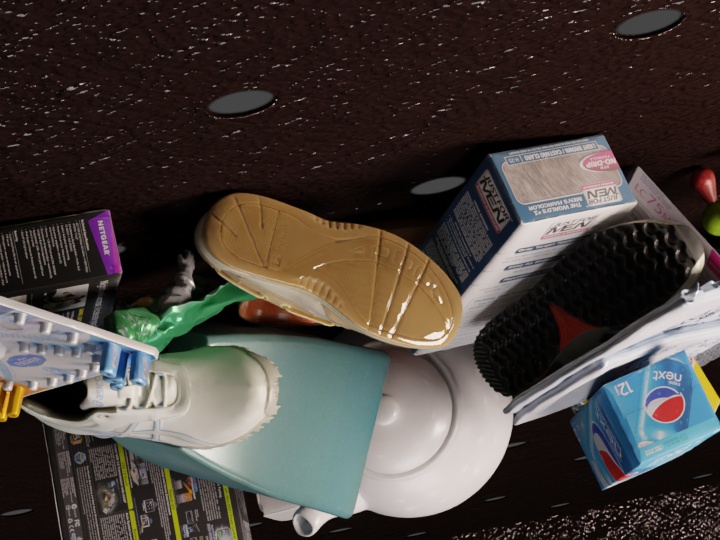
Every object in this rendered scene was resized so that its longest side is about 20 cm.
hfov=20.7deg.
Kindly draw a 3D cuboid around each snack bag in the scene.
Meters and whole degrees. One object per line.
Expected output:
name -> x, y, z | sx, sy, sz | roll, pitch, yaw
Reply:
snack bag -> 0.224, 0.047, 1.416 | 0.188, 0.021, 0.200 | -13, 162, -44

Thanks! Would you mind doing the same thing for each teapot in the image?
teapot -> 0.037, 0.117, 1.697 | 0.197, 0.200, 0.146 | -9, 171, 11

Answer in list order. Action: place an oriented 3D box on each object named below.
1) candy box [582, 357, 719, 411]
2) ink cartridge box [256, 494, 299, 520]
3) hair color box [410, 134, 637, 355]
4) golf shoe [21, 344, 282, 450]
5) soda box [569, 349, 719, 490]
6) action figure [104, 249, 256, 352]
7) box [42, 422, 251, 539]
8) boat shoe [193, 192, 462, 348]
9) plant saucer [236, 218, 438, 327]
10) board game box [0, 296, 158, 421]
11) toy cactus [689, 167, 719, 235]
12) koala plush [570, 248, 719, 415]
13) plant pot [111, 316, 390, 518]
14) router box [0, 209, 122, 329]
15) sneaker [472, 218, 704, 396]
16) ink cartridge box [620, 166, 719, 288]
candy box -> 0.195, 0.045, 1.578 | 0.102, 0.200, 0.026 | -24, -163, 33
ink cartridge box -> -0.001, 0.139, 1.829 | 0.200, 0.148, 0.086 | -14, 165, 13
hair color box -> 0.105, -0.016, 1.422 | 0.100, 0.061, 0.200 | -12, 157, -28
golf shoe -> -0.159, 0.094, 1.438 | 0.200, 0.078, 0.097 | -5, 175, 22
soda box -> 0.209, 0.115, 1.473 | 0.068, 0.064, 0.200 | -23, 169, -5
action figure -> -0.134, 0.027, 1.375 | 0.118, 0.055, 0.200 | -36, 179, 14
box -> -0.188, 0.179, 1.729 | 0.160, 0.200, 0.044 | -13, 166, 2
boat shoe -> -0.024, 0.000, 1.381 | 0.200, 0.074, 0.069 | 25, 167, -18
plant saucer -> 0.000, 0.000, 1.539 | 0.200, 0.032, 0.200 | -11, 166, -3
board game box -> -0.266, 0.052, 1.284 | 0.200, 0.026, 0.200 | 21, 157, -34
toy cactus -> 0.358, -0.026, 1.489 | 0.200, 0.165, 0.102 | -9, -174, 9
koala plush -> 0.257, 0.052, 1.703 | 0.200, 0.184, 0.177 | -33, 175, 2
plant pot -> -0.101, 0.105, 1.584 | 0.141, 0.142, 0.200 | 10, 173, 36
router box -> -0.250, 0.022, 1.383 | 0.149, 0.051, 0.200 | -10, 165, -15
sneaker -> 0.173, 0.019, 1.418 | 0.200, 0.070, 0.093 | -39, 168, 34
ink cartridge box -> 0.178, 0.017, 1.526 | 0.200, 0.119, 0.042 | -37, -169, 37
